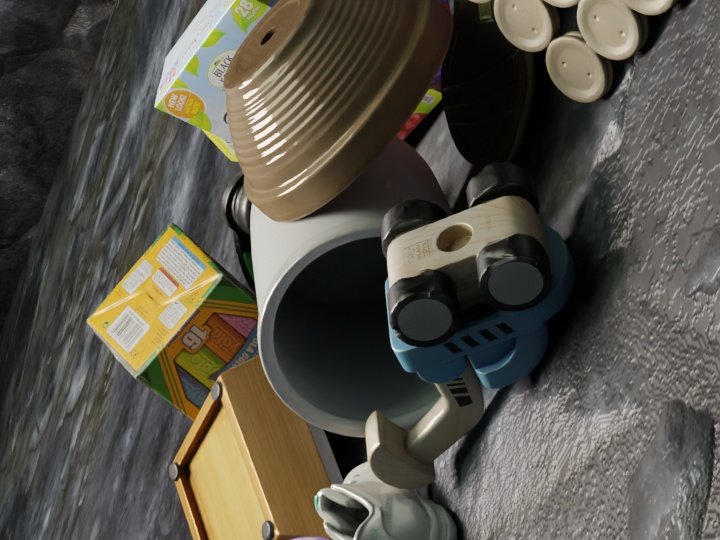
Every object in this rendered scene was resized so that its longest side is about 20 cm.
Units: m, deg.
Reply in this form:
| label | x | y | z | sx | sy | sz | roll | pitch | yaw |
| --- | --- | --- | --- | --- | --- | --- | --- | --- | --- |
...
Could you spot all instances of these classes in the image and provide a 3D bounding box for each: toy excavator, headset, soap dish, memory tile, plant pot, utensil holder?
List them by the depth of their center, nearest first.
| label | x | y | z | sx | sy | sz | roll | pitch | yaw |
| --- | --- | --- | --- | --- | --- | --- | --- | --- | --- |
| memory tile | 0.113 | -0.214 | 1.286 | 0.017 | 0.200 | 0.154 | -39 | -11 | -35 |
| toy excavator | 0.067 | 0.054 | 1.336 | 0.193 | 0.201 | 0.100 | -21 | 37 | 13 |
| plant pot | -0.033 | -0.142 | 1.418 | 0.201 | 0.093 | 0.201 | -42 | 22 | 21 |
| utensil holder | 0.000 | 0.000 | 1.468 | 0.200 | 0.169 | 0.171 | -105 | 34 | -61 |
| soap dish | -0.085 | 0.191 | 1.644 | 0.158 | 0.081 | 0.201 | -59 | 41 | 38 |
| headset | -0.063 | -0.067 | 1.791 | 0.123 | 0.093 | 0.202 | -5 | 94 | 48 |

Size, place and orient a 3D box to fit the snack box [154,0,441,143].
| label | x | y | z | sx | sy | sz | roll | pitch | yaw |
| --- | --- | --- | --- | --- | --- | --- | --- | --- | --- |
| snack box | -0.050 | -0.166 | 1.669 | 0.169 | 0.199 | 0.068 | -46 | 27 | 45 |

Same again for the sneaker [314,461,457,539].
| label | x | y | z | sx | sy | sz | roll | pitch | yaw |
| --- | --- | --- | --- | --- | --- | --- | --- | --- | --- |
| sneaker | 0.003 | 0.175 | 1.444 | 0.200 | 0.088 | 0.076 | -156 | 80 | -74 |

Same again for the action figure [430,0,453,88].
| label | x | y | z | sx | sy | sz | roll | pitch | yaw |
| --- | --- | --- | --- | --- | --- | --- | --- | --- | --- |
| action figure | 0.034 | -0.208 | 1.586 | 0.065 | 0.098 | 0.201 | 84 | 160 | -57 |

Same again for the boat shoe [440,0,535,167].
| label | x | y | z | sx | sy | sz | roll | pitch | yaw |
| --- | --- | --- | --- | --- | --- | --- | --- | --- | --- |
| boat shoe | 0.105 | -0.178 | 1.454 | 0.076 | 0.071 | 0.202 | -11 | -77 | -61 |

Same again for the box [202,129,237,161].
| label | x | y | z | sx | sy | sz | roll | pitch | yaw |
| --- | --- | --- | --- | --- | --- | --- | --- | --- | --- |
| box | -0.062 | -0.191 | 1.870 | 0.200 | 0.050 | 0.075 | -49 | 19 | -15 |

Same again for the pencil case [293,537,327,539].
| label | x | y | z | sx | sy | sz | roll | pitch | yaw |
| --- | --- | --- | --- | --- | --- | --- | --- | --- | --- |
| pencil case | -0.028 | 0.276 | 1.440 | 0.200 | 0.085 | 0.084 | -114 | 43 | -66 |

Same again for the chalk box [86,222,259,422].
| label | x | y | z | sx | sy | sz | roll | pitch | yaw |
| --- | --- | --- | --- | --- | --- | --- | --- | --- | --- |
| chalk box | -0.128 | 0.077 | 1.806 | 0.124 | 0.200 | 0.125 | -49 | 39 | -2 |
